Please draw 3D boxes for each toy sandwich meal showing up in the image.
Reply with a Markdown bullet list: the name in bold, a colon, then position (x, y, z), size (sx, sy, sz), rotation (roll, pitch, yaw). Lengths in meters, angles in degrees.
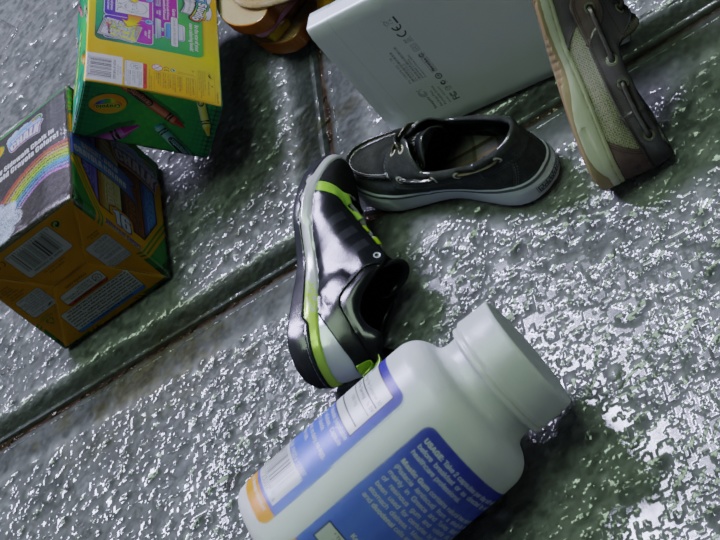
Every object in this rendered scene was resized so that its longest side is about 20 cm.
- **toy sandwich meal**: position (-0.036, -0.278, 1.524), size (0.204, 0.070, 0.206), rotation (-26, 35, 20)

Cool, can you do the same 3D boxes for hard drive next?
- **hard drive**: position (0.078, -0.179, 1.265), size (0.199, 0.132, 0.027), rotation (-22, 40, 29)

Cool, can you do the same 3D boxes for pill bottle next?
- **pill bottle**: position (0.030, 0.116, 1.069), size (0.200, 0.112, 0.112), rotation (-41, 38, 7)

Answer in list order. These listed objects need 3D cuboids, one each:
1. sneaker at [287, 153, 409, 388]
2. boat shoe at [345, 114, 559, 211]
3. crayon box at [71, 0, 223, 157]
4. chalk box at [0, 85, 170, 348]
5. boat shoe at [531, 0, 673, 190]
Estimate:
- **sneaker**: position (0.000, 0.000, 1.250), size (0.082, 0.072, 0.201), rotation (-13, 54, 20)
- **boat shoe**: position (0.057, -0.087, 1.267), size (0.199, 0.057, 0.069), rotation (2, 59, 45)
- **crayon box**: position (-0.185, -0.188, 1.498), size (0.201, 0.118, 0.059), rotation (-98, 23, -49)
- **chalk box**: position (-0.254, -0.060, 1.492), size (0.124, 0.124, 0.201), rotation (-33, 39, 19)
- **boat shoe**: position (0.156, -0.157, 1.159), size (0.064, 0.202, 0.072), rotation (-18, 0, 10)
